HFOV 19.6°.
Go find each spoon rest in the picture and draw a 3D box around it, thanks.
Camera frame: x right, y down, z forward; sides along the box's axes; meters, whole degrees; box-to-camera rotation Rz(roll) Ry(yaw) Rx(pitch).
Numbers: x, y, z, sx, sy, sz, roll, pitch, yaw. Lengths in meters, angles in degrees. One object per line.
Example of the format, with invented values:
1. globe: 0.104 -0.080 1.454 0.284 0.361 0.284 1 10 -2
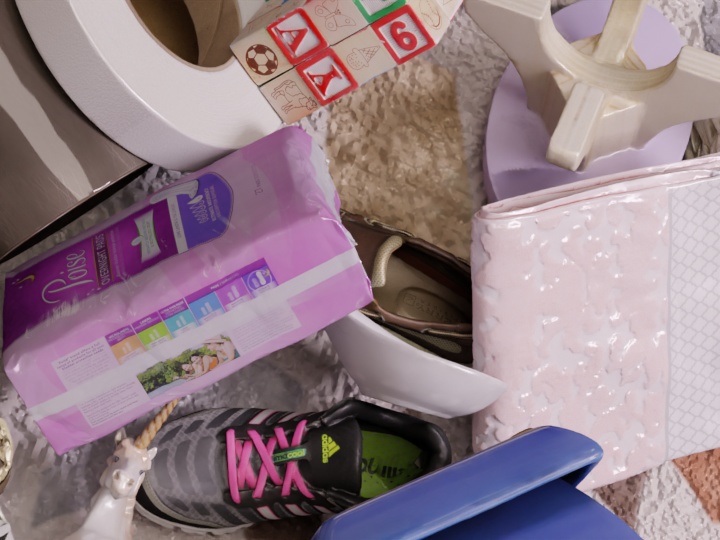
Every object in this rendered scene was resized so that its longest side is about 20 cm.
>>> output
1. spoon rest: -0.011 0.038 1.191 0.199 0.099 0.061 14 87 14

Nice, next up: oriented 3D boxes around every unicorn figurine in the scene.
1. unicorn figurine: -0.136 0.182 1.122 0.137 0.073 0.201 -51 136 -58

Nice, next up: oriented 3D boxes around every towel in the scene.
1. towel: 0.151 0.039 1.255 0.190 0.032 0.201 -13 116 -24

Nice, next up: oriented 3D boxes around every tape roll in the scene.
1. tape roll: -0.117 -0.154 1.186 0.202 0.037 0.204 34 43 -38

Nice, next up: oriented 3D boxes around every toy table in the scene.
1. toy table: 0.148 -0.117 1.296 0.182 0.117 0.201 10 61 2

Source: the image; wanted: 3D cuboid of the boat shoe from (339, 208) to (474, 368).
1. boat shoe: 0.002 -0.006 1.248 0.201 0.075 0.075 21 67 -14

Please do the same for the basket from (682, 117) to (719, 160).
1. basket: 0.294 -0.017 1.337 0.135 0.123 0.201 -4 76 -21

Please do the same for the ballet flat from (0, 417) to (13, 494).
1. ballet flat: -0.229 0.039 1.053 0.201 0.046 0.068 62 33 -25

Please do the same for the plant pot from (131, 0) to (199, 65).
1. plant pot: -0.080 -0.191 1.302 0.199 0.027 0.201 7 71 -20

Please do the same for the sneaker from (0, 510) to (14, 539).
1. sneaker: -0.227 0.112 1.119 0.201 0.072 0.072 58 28 5

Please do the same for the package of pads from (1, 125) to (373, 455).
1. package of pads: -0.097 0.008 1.136 0.199 0.121 0.076 -26 118 4

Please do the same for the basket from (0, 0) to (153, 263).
1. basket: -0.214 -0.115 1.169 0.201 0.136 0.180 57 37 -2

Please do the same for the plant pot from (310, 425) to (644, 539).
1. plant pot: 0.064 0.206 1.136 0.199 0.200 0.181 -22 75 -17

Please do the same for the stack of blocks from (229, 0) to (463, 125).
1. stack of blocks: 0.014 -0.179 1.243 0.059 0.115 0.200 53 36 -17

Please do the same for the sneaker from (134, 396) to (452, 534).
1. sneaker: -0.034 0.108 1.192 0.199 0.087 0.074 2 73 -19
